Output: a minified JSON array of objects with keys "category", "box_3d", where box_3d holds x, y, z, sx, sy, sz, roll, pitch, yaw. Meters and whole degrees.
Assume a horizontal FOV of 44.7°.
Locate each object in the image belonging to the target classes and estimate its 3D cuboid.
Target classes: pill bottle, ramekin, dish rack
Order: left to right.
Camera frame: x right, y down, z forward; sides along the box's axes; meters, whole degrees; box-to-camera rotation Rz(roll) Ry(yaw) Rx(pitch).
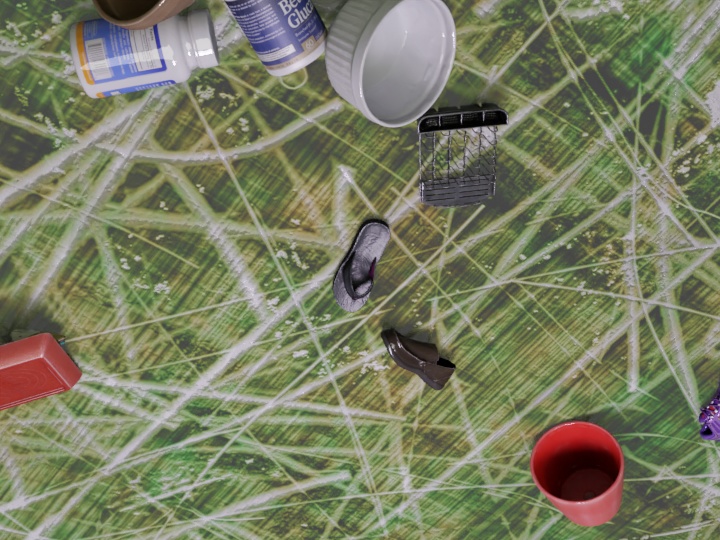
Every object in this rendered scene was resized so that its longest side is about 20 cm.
[{"category":"pill bottle","box_3d":[-0.315,-0.327,1.294,0.199,0.112,0.113,-11,126,-1]},{"category":"pill bottle","box_3d":[-0.135,-0.395,1.271,0.111,0.111,0.200,-26,125,10]},{"category":"ramekin","box_3d":[0.038,-0.325,1.306,0.200,0.105,0.201,-29,135,-33]},{"category":"dish rack","box_3d":[0.169,-0.189,1.495,0.152,0.055,0.201,-6,126,-3]}]

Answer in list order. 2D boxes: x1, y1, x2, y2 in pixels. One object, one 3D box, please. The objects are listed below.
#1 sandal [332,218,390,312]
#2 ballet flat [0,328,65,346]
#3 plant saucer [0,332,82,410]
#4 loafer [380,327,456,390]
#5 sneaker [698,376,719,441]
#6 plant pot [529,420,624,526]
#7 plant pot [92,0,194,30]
[{"category":"sandal","box_3d":[-0.001,-0.001,1.605,0.075,0.048,0.201,10,122,-15]},{"category":"ballet flat","box_3d":[-0.642,0.145,1.612,0.199,0.071,0.071,-25,125,7]},{"category":"plant saucer","box_3d":[-0.630,0.196,1.595,0.199,0.037,0.200,-17,152,-7]},{"category":"loafer","box_3d":[0.116,0.161,1.729,0.071,0.073,0.200,-42,128,14]},{"category":"sneaker","box_3d":[0.786,0.308,1.918,0.083,0.081,0.201,-5,126,3]},{"category":"plant pot","box_3d":[0.489,0.459,1.921,0.199,0.201,0.178,-22,134,8]},{"category":"plant pot","box_3d":[-0.277,-0.423,1.211,0.201,0.201,0.092,-46,151,22]}]
